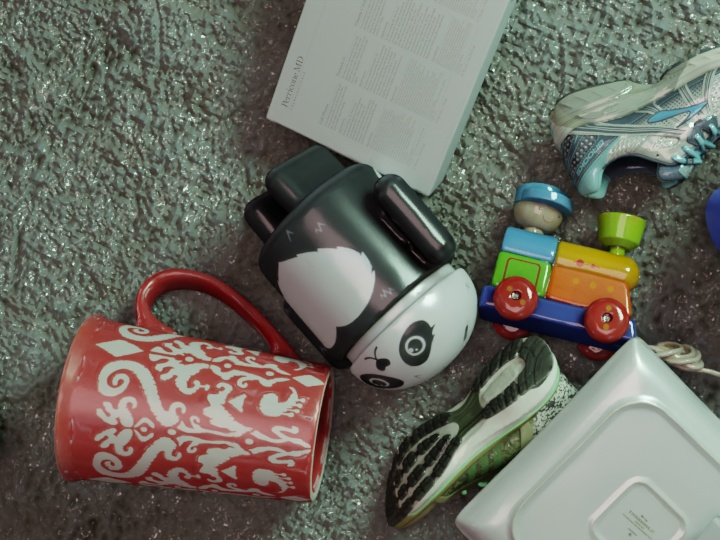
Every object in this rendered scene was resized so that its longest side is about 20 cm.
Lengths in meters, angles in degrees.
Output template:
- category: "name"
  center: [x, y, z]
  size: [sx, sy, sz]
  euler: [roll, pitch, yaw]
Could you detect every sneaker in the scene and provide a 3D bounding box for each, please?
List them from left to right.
- category: "sneaker"
  center: [0.101, 0.146, 1.043]
  size: [0.088, 0.077, 0.200]
  euler: [36, 113, -24]
- category: "sneaker"
  center: [0.249, -0.108, 1.015]
  size: [0.199, 0.078, 0.087]
  euler: [-17, 68, 18]

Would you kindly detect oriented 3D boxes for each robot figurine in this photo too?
- category: "robot figurine"
  center: [0.000, 0.000, 1.033]
  size: [0.125, 0.150, 0.200]
  euler: [-41, 82, -7]

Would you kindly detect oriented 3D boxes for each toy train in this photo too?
- category: "toy train"
  center: [0.199, 0.008, 1.030]
  size: [0.198, 0.085, 0.117]
  euler: [13, 77, 8]

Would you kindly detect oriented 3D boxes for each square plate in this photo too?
- category: "square plate"
  center: [0.206, 0.188, 0.988]
  size: [0.200, 0.028, 0.198]
  euler: [43, 97, -4]

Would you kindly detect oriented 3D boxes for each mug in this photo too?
- category: "mug"
  center: [-0.123, 0.094, 1.052]
  size: [0.198, 0.133, 0.179]
  euler: [8, 92, 6]

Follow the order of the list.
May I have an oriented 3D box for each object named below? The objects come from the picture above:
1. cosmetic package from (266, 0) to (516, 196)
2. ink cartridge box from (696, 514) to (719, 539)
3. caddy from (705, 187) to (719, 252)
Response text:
- category: "cosmetic package"
  center: [0.028, -0.182, 1.039]
  size: [0.150, 0.052, 0.201]
  euler: [26, 114, 7]
- category: "ink cartridge box"
  center: [0.296, 0.291, 0.957]
  size: [0.199, 0.083, 0.146]
  euler: [35, 96, -19]
- category: "caddy"
  center: [0.350, -0.034, 0.956]
  size: [0.199, 0.105, 0.142]
  euler: [29, 91, -19]
